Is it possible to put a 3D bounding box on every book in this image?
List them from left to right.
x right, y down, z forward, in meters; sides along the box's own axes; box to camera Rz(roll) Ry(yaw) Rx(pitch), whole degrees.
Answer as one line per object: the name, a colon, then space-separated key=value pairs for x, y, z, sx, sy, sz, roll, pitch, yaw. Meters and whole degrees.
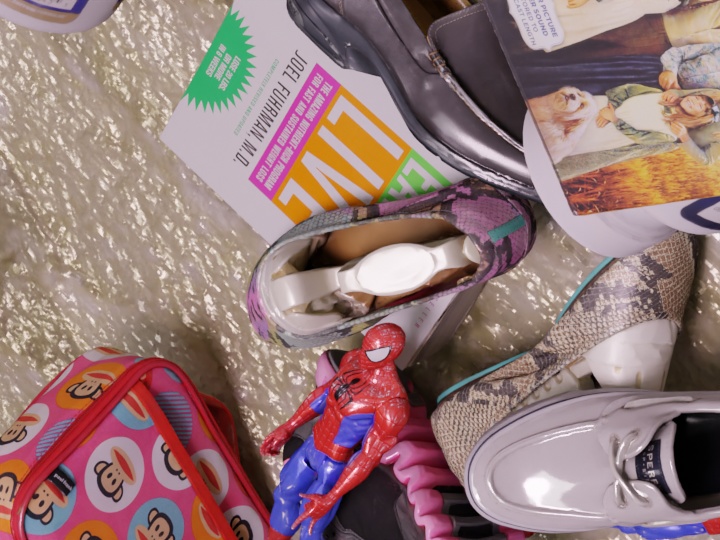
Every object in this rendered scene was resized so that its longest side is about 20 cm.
book: x=-0.006 y=-0.062 z=1.340 sx=0.200 sy=0.048 sz=0.134 roll=42 pitch=125 yaw=15

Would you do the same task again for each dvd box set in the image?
dvd box set: x=0.156 y=-0.101 z=1.040 sx=0.200 sy=0.029 sz=0.146 roll=-7 pitch=119 yaw=35

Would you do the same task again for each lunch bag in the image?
lunch bag: x=-0.131 y=0.148 z=1.447 sx=0.082 sy=0.176 sz=0.200 roll=7 pitch=136 yaw=43

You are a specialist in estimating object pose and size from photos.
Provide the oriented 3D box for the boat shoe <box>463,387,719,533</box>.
boat shoe: x=0.148 y=0.095 z=1.197 sx=0.200 sy=0.066 sz=0.072 roll=-3 pitch=91 yaw=8

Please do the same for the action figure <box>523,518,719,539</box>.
action figure: x=0.158 y=0.134 z=1.272 sx=0.200 sy=0.099 sz=0.065 roll=1 pitch=112 yaw=34

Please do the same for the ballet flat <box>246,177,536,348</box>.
ballet flat: x=0.000 y=0.000 z=1.283 sx=0.200 sy=0.071 sz=0.069 roll=-18 pitch=95 yaw=37

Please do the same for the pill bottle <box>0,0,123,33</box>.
pill bottle: x=-0.141 y=-0.234 z=1.305 sx=0.120 sy=0.120 sz=0.200 roll=48 pitch=130 yaw=9

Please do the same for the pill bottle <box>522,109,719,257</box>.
pill bottle: x=0.178 y=-0.085 z=1.138 sx=0.200 sy=0.116 sz=0.116 roll=-29 pitch=92 yaw=41

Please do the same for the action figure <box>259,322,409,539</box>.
action figure: x=-0.022 y=0.108 z=1.318 sx=0.200 sy=0.052 sz=0.065 roll=-62 pitch=40 yaw=27

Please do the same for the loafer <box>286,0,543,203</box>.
loafer: x=0.049 y=-0.111 z=1.255 sx=0.200 sy=0.073 sz=0.072 roll=39 pitch=124 yaw=14

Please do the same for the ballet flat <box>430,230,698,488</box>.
ballet flat: x=0.116 y=0.057 z=1.273 sx=0.200 sy=0.068 sz=0.075 roll=-41 pitch=56 yaw=36

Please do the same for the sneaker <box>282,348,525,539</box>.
sneaker: x=0.018 y=0.138 z=1.350 sx=0.095 sy=0.079 sz=0.200 roll=-53 pitch=48 yaw=21
